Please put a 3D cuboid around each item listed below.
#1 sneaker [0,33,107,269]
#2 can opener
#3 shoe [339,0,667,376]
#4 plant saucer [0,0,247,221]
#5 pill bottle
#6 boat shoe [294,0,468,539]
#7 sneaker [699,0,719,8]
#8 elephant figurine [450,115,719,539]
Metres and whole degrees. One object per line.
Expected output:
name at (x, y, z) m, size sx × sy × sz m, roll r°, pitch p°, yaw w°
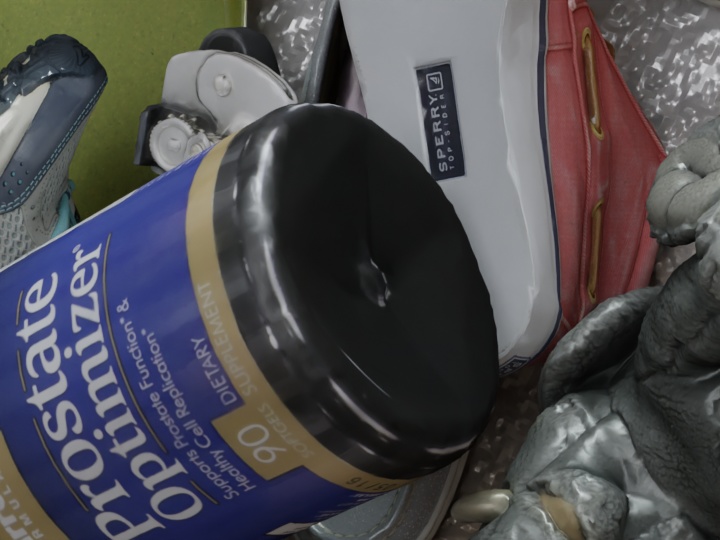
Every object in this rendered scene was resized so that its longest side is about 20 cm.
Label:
sneaker at (-0.118, 0.009, 0.777) m, size 0.086 × 0.078 × 0.200 m, roll 27°, pitch 122°, yaw -5°
can opener at (-0.052, 0.019, 0.768) m, size 0.052 × 0.066 × 0.201 m, roll 19°, pitch 105°, yaw 28°
shoe at (0.047, -0.068, 0.717) m, size 0.071 × 0.091 × 0.201 m, roll -5°, pitch 90°, yaw 32°
plant saucer at (-0.126, -0.082, 0.845) m, size 0.199 × 0.031 × 0.201 m, roll -4°, pitch 78°, yaw 22°
pill bottle at (-0.066, 0.039, 0.676) m, size 0.200 × 0.112 × 0.112 m, roll -28°, pitch 70°, yaw 32°
boat shoe at (0.002, -0.001, 0.754) m, size 0.074 × 0.065 × 0.203 m, roll 5°, pitch 82°, yaw 24°
sneaker at (0.136, -0.112, 0.705) m, size 0.199 × 0.085 × 0.077 m, roll 11°, pitch 86°, yaw 25°
elephant figurine at (0.096, 0.057, 0.675) m, size 0.200 × 0.155 × 0.142 m, roll -51°, pitch 25°, yaw 37°
